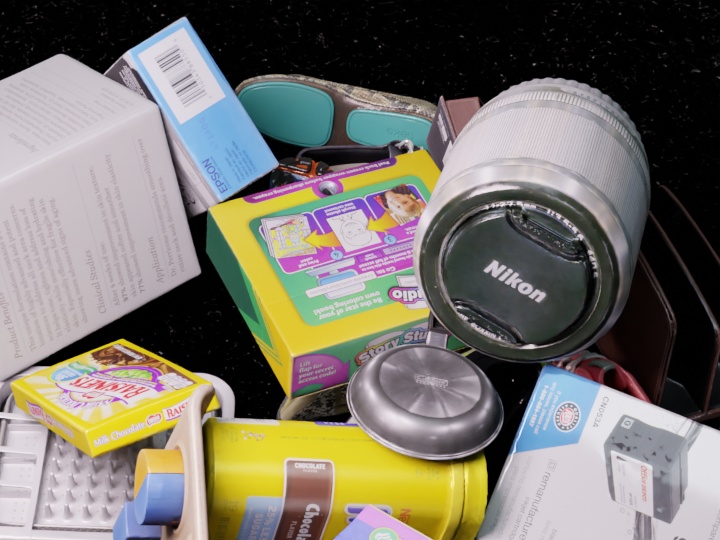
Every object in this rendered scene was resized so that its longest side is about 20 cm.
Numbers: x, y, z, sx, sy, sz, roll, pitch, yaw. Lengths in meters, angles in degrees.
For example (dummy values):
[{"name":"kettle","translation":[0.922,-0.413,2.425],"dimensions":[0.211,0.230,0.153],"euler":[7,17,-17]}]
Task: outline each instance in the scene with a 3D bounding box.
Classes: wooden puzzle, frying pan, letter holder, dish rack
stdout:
[{"name":"wooden puzzle","translation":[-0.140,0.201,1.432],"dimensions":[0.046,0.185,0.201],"euler":[7,62,-14]},{"name":"frying pan","translation":[0.066,0.072,1.507],"dimensions":[0.114,0.031,0.190],"euler":[26,41,18]},{"name":"letter holder","translation":[0.247,0.007,1.693],"dimensions":[0.100,0.143,0.200],"euler":[-13,47,-14]},{"name":"dish rack","translation":[-0.200,0.153,1.608],"dimensions":[0.199,0.044,0.172],"euler":[1,45,0]}]

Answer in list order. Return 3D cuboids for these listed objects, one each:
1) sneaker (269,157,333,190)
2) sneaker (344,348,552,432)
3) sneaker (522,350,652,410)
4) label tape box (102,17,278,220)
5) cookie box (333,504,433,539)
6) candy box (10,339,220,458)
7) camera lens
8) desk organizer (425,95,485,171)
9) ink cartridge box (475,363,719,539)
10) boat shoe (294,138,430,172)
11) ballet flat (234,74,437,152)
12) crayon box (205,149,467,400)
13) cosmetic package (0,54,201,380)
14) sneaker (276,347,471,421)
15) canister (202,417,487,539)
[{"name":"sneaker","translation":[-0.036,0.000,1.739],"dimensions":[0.075,0.079,0.201],"euler":[-1,52,-8]},{"name":"sneaker","translation":[0.063,0.113,1.601],"dimensions":[0.200,0.072,0.083],"euler":[-37,15,-19]},{"name":"sneaker","translation":[0.184,0.090,1.649],"dimensions":[0.073,0.087,0.200],"euler":[-27,52,-26]},{"name":"label tape box","translation":[-0.156,-0.118,1.742],"dimensions":[0.066,0.200,0.144],"euler":[-35,95,-21]},{"name":"cookie box","translation":[0.050,0.277,1.385],"dimensions":[0.171,0.201,0.075],"euler":[28,51,23]},{"name":"candy box","translation":[-0.188,0.093,1.548],"dimensions":[0.102,0.027,0.200],"euler":[-23,16,-21]},{"name":"camera lens","translation":[0.132,-0.039,1.538],"dimensions":[0.159,0.161,0.200],"euler":[11,31,9]},{"name":"desk organizer","translation":[0.123,-0.051,1.759],"dimensions":[0.077,0.072,0.201],"euler":[-9,64,-15]},{"name":"ink cartridge box","translation":[0.201,0.176,1.518],"dimensions":[0.199,0.084,0.146],"euler":[21,76,10]},{"name":"boat shoe","translation":[0.034,-0.082,1.828],"dimensions":[0.199,0.063,0.073],"euler":[-3,43,-6]},{"name":"ballet flat","translation":[-0.017,-0.145,1.897],"dimensions":[0.199,0.068,0.075],"euler":[10,24,0]},{"name":"crayon box","translation":[0.000,0.000,1.648],"dimensions":[0.199,0.058,0.173],"euler":[-16,51,-20]},{"name":"cosmetic package","translation":[-0.268,-0.049,1.690],"dimensions":[0.199,0.168,0.166],"euler":[-28,35,-26]},{"name":"sneaker","translation":[0.029,0.095,1.659],"dimensions":[0.199,0.077,0.089],"euler":[-22,66,-16]},{"name":"canister","translation":[-0.023,0.170,1.500],"dimensions":[0.199,0.149,0.087],"euler":[3,52,-13]}]
